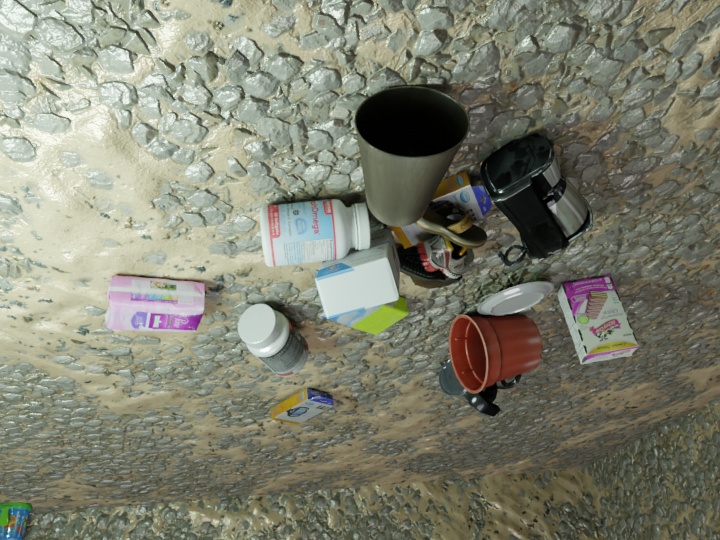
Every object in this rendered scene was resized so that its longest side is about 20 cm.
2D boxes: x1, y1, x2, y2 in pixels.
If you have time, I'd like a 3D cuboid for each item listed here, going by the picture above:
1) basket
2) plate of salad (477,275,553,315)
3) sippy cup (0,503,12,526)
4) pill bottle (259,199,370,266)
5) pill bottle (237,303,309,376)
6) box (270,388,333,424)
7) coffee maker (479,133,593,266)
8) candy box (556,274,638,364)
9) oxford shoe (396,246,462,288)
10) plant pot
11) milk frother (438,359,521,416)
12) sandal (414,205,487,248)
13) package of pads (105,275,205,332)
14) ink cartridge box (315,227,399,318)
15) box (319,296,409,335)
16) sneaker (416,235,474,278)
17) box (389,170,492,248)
[{"bbox_3d":[0.070,-0.174,1.000,0.175,0.139,0.202,-4,151,-8],"label":"basket"},{"bbox_3d":[0.385,0.062,1.537,0.194,0.049,0.201,-12,158,-5],"label":"plate of salad"},{"bbox_3d":[-1.369,0.997,2.406,0.136,0.133,0.178,-20,148,17],"label":"sippy cup"},{"bbox_3d":[-0.083,-0.072,1.130,0.194,0.111,0.110,-7,149,-6],"label":"pill bottle"},{"bbox_3d":[-0.205,0.166,1.461,0.111,0.117,0.201,-16,148,9],"label":"pill bottle"},{"bbox_3d":[-0.177,0.426,1.936,0.198,0.042,0.118,-35,141,30],"label":"box"},{"bbox_3d":[0.302,-0.117,1.116,0.193,0.135,0.199,-47,128,5],"label":"coffee maker"},{"bbox_3d":[0.591,0.121,1.540,0.132,0.205,0.062,-9,150,-1],"label":"candy box"},{"bbox_3d":[0.131,0.005,1.350,0.197,0.075,0.084,18,143,-36],"label":"oxford shoe"},{"bbox_3d":[0.365,0.205,1.634,0.190,0.205,0.202,-7,150,-20],"label":"plant pot"},{"bbox_3d":[0.375,0.324,1.888,0.187,0.179,0.204,30,87,-47],"label":"milk frother"},{"bbox_3d":[0.169,-0.094,1.144,0.196,0.081,0.055,18,118,-31],"label":"sandal"},{"bbox_3d":[-0.430,0.074,1.290,0.195,0.078,0.121,5,148,-23],"label":"package of pads"},{"bbox_3d":[0.000,0.000,1.183,0.141,0.201,0.087,-16,106,9],"label":"ink cartridge box"},{"bbox_3d":[0.007,0.090,1.467,0.197,0.049,0.121,21,135,-40],"label":"box"},{"bbox_3d":[0.194,-0.033,1.265,0.081,0.080,0.198,-25,167,29],"label":"sneaker"},{"bbox_3d":[0.153,-0.119,1.194,0.196,0.042,0.119,-22,146,13],"label":"box"}]
